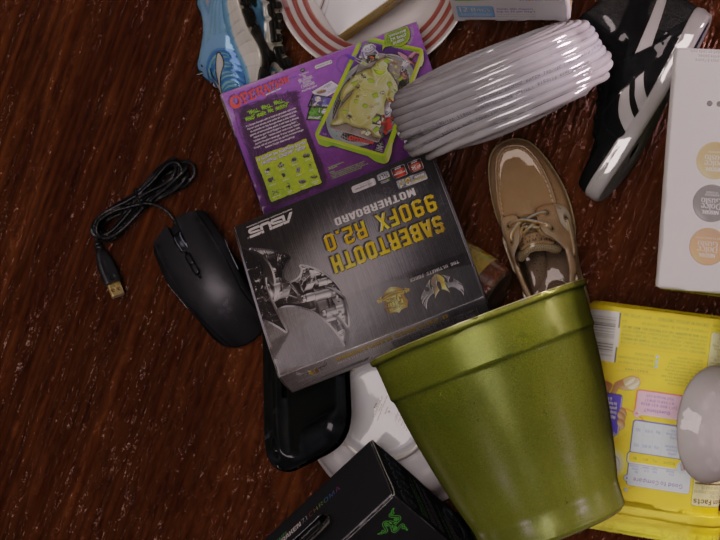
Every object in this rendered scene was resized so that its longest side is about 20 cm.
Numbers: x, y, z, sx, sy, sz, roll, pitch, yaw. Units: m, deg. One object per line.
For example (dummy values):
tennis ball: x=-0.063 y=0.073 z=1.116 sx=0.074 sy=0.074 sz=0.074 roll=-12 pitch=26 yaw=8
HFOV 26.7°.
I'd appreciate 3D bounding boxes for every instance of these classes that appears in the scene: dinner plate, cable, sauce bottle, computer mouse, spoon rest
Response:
dinner plate: x=0.013 y=-0.290 z=1.472 sx=0.198 sy=0.024 sz=0.203 roll=0 pitch=90 yaw=13
cable: x=0.123 y=-0.161 z=1.327 sx=0.199 sy=0.199 sz=0.070 roll=-14 pitch=101 yaw=49
sauce bottle: x=0.048 y=-0.026 z=1.435 sx=0.199 sy=0.066 sz=0.066 roll=35 pitch=96 yaw=18
computer mouse: x=-0.188 y=0.001 z=1.500 sx=0.140 sy=0.046 sz=0.201 roll=-31 pitch=82 yaw=9
spoon rest: x=0.340 y=0.129 z=1.322 sx=0.060 sy=0.198 sz=0.101 roll=4 pitch=95 yaw=53

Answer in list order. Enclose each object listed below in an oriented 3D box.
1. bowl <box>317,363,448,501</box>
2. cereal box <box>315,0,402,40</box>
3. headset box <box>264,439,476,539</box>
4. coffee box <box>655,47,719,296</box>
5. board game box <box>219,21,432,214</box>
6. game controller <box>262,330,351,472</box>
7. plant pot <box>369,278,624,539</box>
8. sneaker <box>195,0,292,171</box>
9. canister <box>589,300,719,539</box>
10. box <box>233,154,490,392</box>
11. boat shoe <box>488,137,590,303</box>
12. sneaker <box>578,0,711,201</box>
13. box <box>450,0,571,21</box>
bowl: x=0.028 y=0.129 z=1.426 sx=0.198 sy=0.090 sz=0.204 roll=0 pitch=89 yaw=14
cereal box: x=-0.012 y=-0.342 z=1.448 sx=0.143 sy=0.040 sz=0.201 roll=-34 pitch=82 yaw=10
headset box: x=0.014 y=0.278 z=1.374 sx=0.174 sy=0.093 sz=0.200 roll=-42 pitch=118 yaw=8
coffee box: x=0.361 y=-0.072 z=1.296 sx=0.197 sy=0.200 sz=0.200 roll=5 pitch=91 yaw=13
board game box: x=-0.020 y=-0.143 z=1.429 sx=0.198 sy=0.032 sz=0.121 roll=-20 pitch=100 yaw=-7
game controller: x=-0.051 y=0.085 z=1.420 sx=0.104 sy=0.042 sz=0.202 roll=-24 pitch=54 yaw=30
plant pot: x=0.132 y=0.134 z=1.293 sx=0.198 sy=0.200 sz=0.195 roll=-21 pitch=84 yaw=12
sneaker: x=-0.113 y=-0.190 z=1.485 sx=0.089 sy=0.078 sz=0.203 roll=-8 pitch=93 yaw=39
canister: x=0.263 y=0.136 z=1.374 sx=0.147 sy=0.086 sz=0.203 roll=7 pitch=89 yaw=14
box: x=0.000 y=0.000 z=1.374 sx=0.198 sy=0.048 sz=0.160 roll=-21 pitch=64 yaw=5
boat shoe: x=0.168 y=-0.029 z=1.409 sx=0.071 sy=0.064 sz=0.202 roll=-21 pitch=84 yaw=12
sneaker: x=0.228 y=-0.172 z=1.401 sx=0.111 sy=0.073 sz=0.201 roll=31 pitch=88 yaw=15
box: x=0.138 y=-0.334 z=1.366 sx=0.111 sy=0.102 sz=0.202 roll=1 pitch=63 yaw=13
